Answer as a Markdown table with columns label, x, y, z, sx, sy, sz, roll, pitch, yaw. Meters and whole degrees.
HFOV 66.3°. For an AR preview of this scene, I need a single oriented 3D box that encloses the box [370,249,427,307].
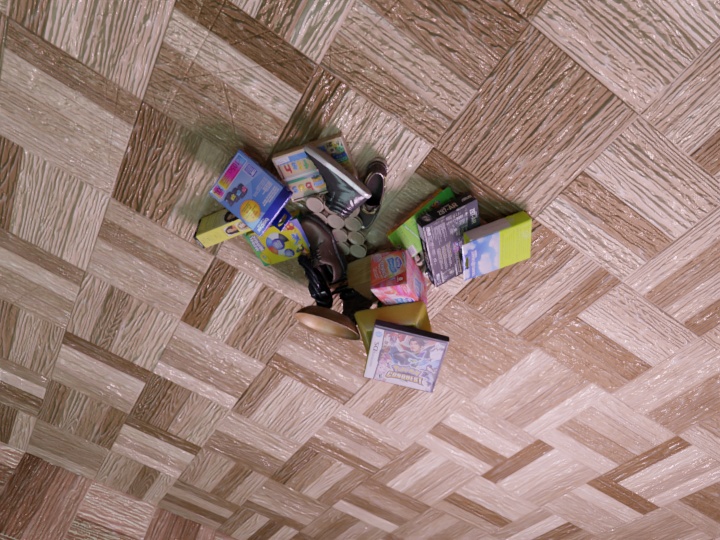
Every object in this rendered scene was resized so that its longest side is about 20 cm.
| label | x | y | z | sx | sy | sz | roll | pitch | yaw |
| --- | --- | --- | --- | --- | --- | --- | --- | --- | --- |
| box | 0.103 | 0.036 | 1.428 | 0.099 | 0.098 | 0.200 | -8 | 154 | 19 |

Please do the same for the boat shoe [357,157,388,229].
| label | x | y | z | sx | sy | sz | roll | pitch | yaw |
| --- | --- | --- | --- | --- | --- | --- | --- | --- | --- |
| boat shoe | 0.025 | -0.183 | 1.400 | 0.069 | 0.061 | 0.204 | 14 | 130 | -4 |

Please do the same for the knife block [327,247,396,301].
| label | x | y | z | sx | sy | sz | roll | pitch | yaw |
| --- | --- | --- | --- | --- | --- | --- | --- | --- | --- |
| knife block | 0.000 | 0.000 | 1.547 | 0.063 | 0.173 | 0.205 | 17 | 104 | -58 |

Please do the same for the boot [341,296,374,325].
| label | x | y | z | sx | sy | sz | roll | pitch | yaw |
| --- | --- | --- | --- | --- | --- | --- | --- | --- | --- |
| boot | 0.024 | 0.098 | 1.585 | 0.195 | 0.133 | 0.068 | -22 | 125 | 25 |

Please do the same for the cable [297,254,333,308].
| label | x | y | z | sx | sy | sz | roll | pitch | yaw |
| --- | --- | --- | --- | --- | --- | --- | --- | --- | --- |
| cable | -0.126 | 0.038 | 1.543 | 0.050 | 0.200 | 0.167 | -29 | 80 | 2 |

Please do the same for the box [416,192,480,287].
| label | x | y | z | sx | sy | sz | roll | pitch | yaw |
| --- | --- | --- | --- | --- | --- | --- | --- | --- | --- |
| box | 0.234 | -0.075 | 1.416 | 0.156 | 0.044 | 0.204 | -27 | 129 | -9 |

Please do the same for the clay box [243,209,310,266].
| label | x | y | z | sx | sy | sz | roll | pitch | yaw |
| --- | --- | --- | --- | --- | --- | --- | --- | --- | --- |
| clay box | -0.230 | -0.084 | 1.533 | 0.194 | 0.048 | 0.117 | -16 | 125 | 20 |

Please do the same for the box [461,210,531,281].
| label | x | y | z | sx | sy | sz | roll | pitch | yaw |
| --- | --- | --- | --- | --- | --- | --- | --- | --- | --- |
| box | 0.341 | -0.061 | 1.410 | 0.194 | 0.048 | 0.125 | -19 | 129 | -7 |

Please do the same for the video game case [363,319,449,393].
| label | x | y | z | sx | sy | sz | roll | pitch | yaw |
| --- | --- | --- | --- | --- | --- | --- | --- | --- | --- |
| video game case | 0.115 | 0.225 | 1.429 | 0.193 | 0.026 | 0.186 | 13 | 123 | 1 |

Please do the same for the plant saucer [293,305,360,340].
| label | x | y | z | sx | sy | sz | roll | pitch | yaw |
| --- | --- | --- | --- | --- | --- | --- | --- | --- | --- |
| plant saucer | -0.086 | 0.138 | 1.504 | 0.193 | 0.037 | 0.201 | 18 | 163 | 5 |

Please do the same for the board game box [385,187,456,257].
| label | x | y | z | sx | sy | sz | roll | pitch | yaw |
| --- | --- | --- | --- | --- | --- | --- | --- | --- | --- |
| board game box | 0.166 | -0.119 | 1.407 | 0.198 | 0.030 | 0.096 | -38 | 120 | 4 |

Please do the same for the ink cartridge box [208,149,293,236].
| label | x | y | z | sx | sy | sz | roll | pitch | yaw |
| --- | --- | --- | --- | --- | --- | --- | --- | --- | --- |
| ink cartridge box | -0.259 | -0.184 | 1.382 | 0.198 | 0.076 | 0.138 | 39 | 97 | -10 |

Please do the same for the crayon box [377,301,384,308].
| label | x | y | z | sx | sy | sz | roll | pitch | yaw |
| --- | --- | --- | --- | --- | --- | --- | --- | --- | --- |
| crayon box | 0.104 | 0.165 | 1.580 | 0.121 | 0.204 | 0.053 | 0 | 135 | 9 |

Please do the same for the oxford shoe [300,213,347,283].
| label | x | y | z | sx | sy | sz | roll | pitch | yaw |
| --- | --- | --- | --- | --- | --- | --- | --- | --- | --- |
| oxford shoe | -0.106 | -0.056 | 1.470 | 0.071 | 0.085 | 0.203 | -13 | 117 | 41 |

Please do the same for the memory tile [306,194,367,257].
| label | x | y | z | sx | sy | sz | roll | pitch | yaw |
| --- | --- | --- | --- | --- | --- | --- | --- | --- | --- |
| memory tile | -0.060 | -0.116 | 1.468 | 0.148 | 0.017 | 0.204 | 9 | 139 | 18 |

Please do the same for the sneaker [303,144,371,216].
| label | x | y | z | sx | sy | sz | roll | pitch | yaw |
| --- | --- | --- | --- | --- | --- | --- | --- | --- | --- |
| sneaker | -0.076 | -0.209 | 1.332 | 0.198 | 0.071 | 0.100 | 38 | 111 | -9 |

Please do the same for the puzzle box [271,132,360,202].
| label | x | y | z | sx | sy | sz | roll | pitch | yaw |
| --- | --- | --- | --- | --- | --- | --- | --- | --- | --- |
| puzzle box | -0.111 | -0.255 | 1.387 | 0.193 | 0.026 | 0.135 | -13 | 127 | 19 |

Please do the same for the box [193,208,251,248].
| label | x | y | z | sx | sy | sz | roll | pitch | yaw |
| --- | --- | --- | --- | --- | --- | --- | --- | --- | --- |
| box | -0.360 | -0.129 | 1.500 | 0.194 | 0.077 | 0.050 | -19 | 133 | 22 |

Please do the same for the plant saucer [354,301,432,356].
| label | x | y | z | sx | sy | sz | roll | pitch | yaw |
| --- | --- | --- | --- | --- | --- | --- | --- | --- | --- |
| plant saucer | 0.095 | 0.190 | 1.454 | 0.193 | 0.049 | 0.205 | -10 | 121 | 14 |

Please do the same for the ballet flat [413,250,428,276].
| label | x | y | z | sx | sy | sz | roll | pitch | yaw |
| --- | --- | --- | --- | --- | --- | --- | --- | --- | --- |
| ballet flat | 0.174 | -0.032 | 1.493 | 0.202 | 0.069 | 0.067 | 52 | 160 | -25 |
